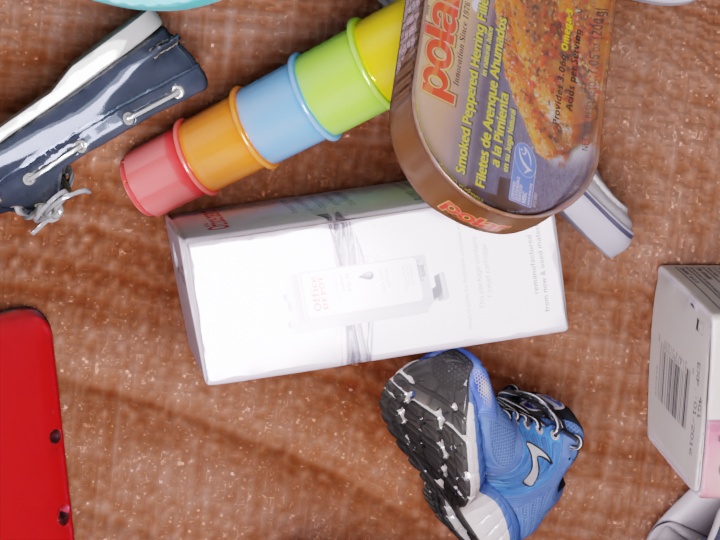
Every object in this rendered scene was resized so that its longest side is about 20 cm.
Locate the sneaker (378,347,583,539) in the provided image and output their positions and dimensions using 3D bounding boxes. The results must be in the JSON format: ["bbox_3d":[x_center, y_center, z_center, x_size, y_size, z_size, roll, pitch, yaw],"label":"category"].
[{"bbox_3d":[0.073,0.090,1.584,0.089,0.200,0.079,-42,62,-11],"label":"sneaker"}]

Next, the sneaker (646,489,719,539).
[{"bbox_3d":[0.220,0.220,1.657,0.146,0.077,0.203,20,89,-24],"label":"sneaker"}]

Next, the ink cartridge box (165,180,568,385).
[{"bbox_3d":[0.000,0.000,1.545,0.200,0.147,0.083,-9,98,-6],"label":"ink cartridge box"}]

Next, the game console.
[{"bbox_3d":[-0.268,0.127,1.602,0.172,0.119,0.200,1,104,23],"label":"game console"}]

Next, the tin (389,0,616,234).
[{"bbox_3d":[0.073,-0.113,1.474,0.112,0.042,0.200,22,60,-24],"label":"tin"}]

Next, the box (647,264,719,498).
[{"bbox_3d":[0.276,0.062,1.611,0.200,0.128,0.109,1,103,-8],"label":"box"}]

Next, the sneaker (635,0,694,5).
[{"bbox_3d":[0.117,-0.205,1.549,0.200,0.082,0.074,31,100,-12],"label":"sneaker"}]

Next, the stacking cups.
[{"bbox_3d":[-0.042,-0.087,1.537,0.200,0.061,0.061,-26,106,17],"label":"stacking cups"}]

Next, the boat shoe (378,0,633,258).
[{"bbox_3d":[0.098,-0.098,1.581,0.070,0.071,0.200,-40,97,2],"label":"boat shoe"}]

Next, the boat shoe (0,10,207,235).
[{"bbox_3d":[-0.173,-0.062,1.544,0.200,0.075,0.062,-39,97,-1],"label":"boat shoe"}]

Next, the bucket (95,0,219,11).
[{"bbox_3d":[-0.114,-0.234,1.482,0.207,0.135,0.208,-2,104,-7],"label":"bucket"}]
